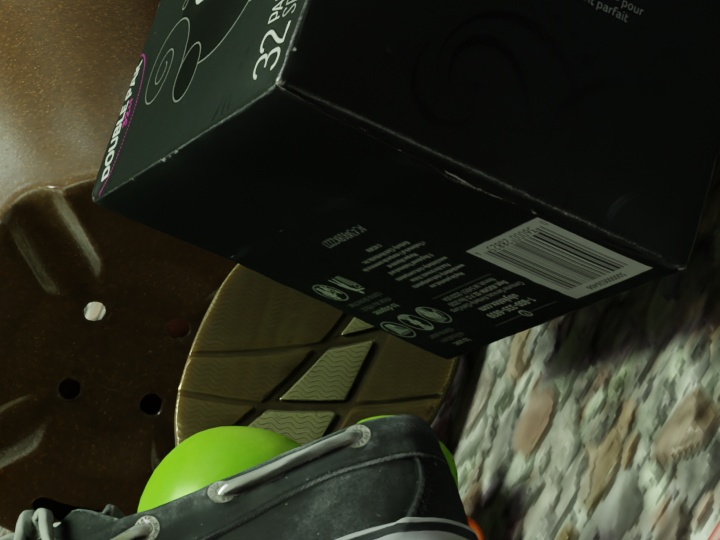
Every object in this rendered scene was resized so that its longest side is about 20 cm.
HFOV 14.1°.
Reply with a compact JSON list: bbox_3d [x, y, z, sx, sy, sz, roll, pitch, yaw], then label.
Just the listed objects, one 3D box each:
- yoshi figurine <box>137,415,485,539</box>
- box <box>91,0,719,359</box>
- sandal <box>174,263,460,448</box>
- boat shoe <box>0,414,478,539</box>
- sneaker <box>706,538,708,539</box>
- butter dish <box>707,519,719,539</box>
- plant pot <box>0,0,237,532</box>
[{"bbox_3d":[-0.042,0.129,0.840,0.201,0.112,0.112,-66,11,-11],"label":"yoshi figurine"},{"bbox_3d":[0.032,-0.099,0.804,0.148,0.124,0.201,-25,45,64],"label":"box"},{"bbox_3d":[0.000,0.000,0.943,0.054,0.080,0.201,108,-177,-59],"label":"sandal"},{"bbox_3d":[-0.066,0.092,0.762,0.198,0.074,0.068,-24,58,10],"label":"boat shoe"},{"bbox_3d":[0.064,0.096,0.670,0.082,0.070,0.200,-47,11,-17],"label":"sneaker"},{"bbox_3d":[0.087,0.094,0.445,0.200,0.147,0.200,-64,18,2],"label":"butter dish"},{"bbox_3d":[-0.105,-0.011,1.079,0.201,0.199,0.198,-59,26,17],"label":"plant pot"}]
